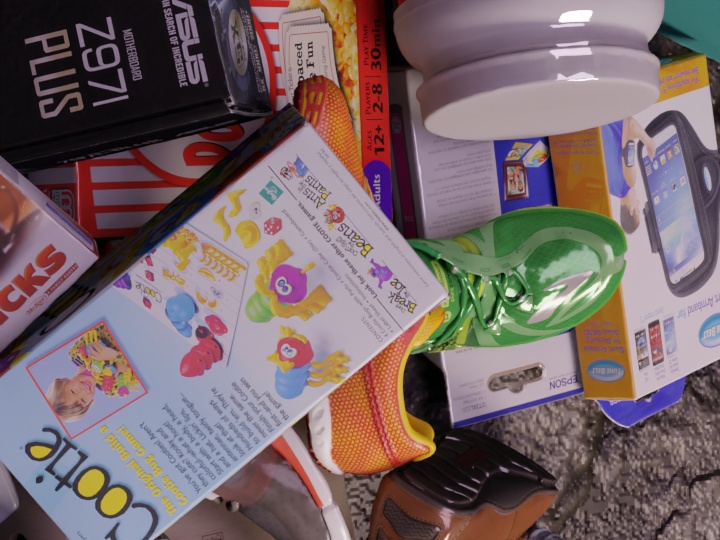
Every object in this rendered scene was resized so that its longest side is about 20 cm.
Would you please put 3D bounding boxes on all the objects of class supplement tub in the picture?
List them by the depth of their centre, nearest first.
[{"bbox_3d":[0.081,-0.178,1.344,0.140,0.140,0.200,0,78,-33],"label":"supplement tub"}]

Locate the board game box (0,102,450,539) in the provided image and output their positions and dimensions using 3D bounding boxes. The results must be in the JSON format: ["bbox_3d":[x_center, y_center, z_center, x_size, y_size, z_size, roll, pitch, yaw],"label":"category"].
[{"bbox_3d":[-0.074,0.029,1.192,0.200,0.103,0.105,-39,101,0],"label":"board game box"}]

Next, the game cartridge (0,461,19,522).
[{"bbox_3d":[-0.257,0.069,1.206,0.133,0.040,0.200,-38,115,2],"label":"game cartridge"}]

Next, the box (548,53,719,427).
[{"bbox_3d":[0.163,-0.015,1.473,0.119,0.041,0.200,-20,103,-49],"label":"box"}]

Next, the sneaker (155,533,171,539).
[{"bbox_3d":[-0.086,0.167,1.260,0.200,0.078,0.091,3,77,-33],"label":"sneaker"}]

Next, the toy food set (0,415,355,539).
[{"bbox_3d":[-0.089,0.142,1.339,0.200,0.060,0.144,-9,87,-33],"label":"toy food set"}]

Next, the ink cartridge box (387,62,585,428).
[{"bbox_3d":[0.068,-0.021,1.433,0.095,0.037,0.200,-13,99,-31],"label":"ink cartridge box"}]

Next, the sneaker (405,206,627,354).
[{"bbox_3d":[0.046,0.014,1.359,0.200,0.084,0.074,-10,99,-7],"label":"sneaker"}]

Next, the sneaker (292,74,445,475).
[{"bbox_3d":[0.000,0.000,1.286,0.077,0.073,0.200,-9,104,1],"label":"sneaker"}]

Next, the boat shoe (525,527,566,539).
[{"bbox_3d":[0.058,0.226,1.436,0.202,0.065,0.074,-47,135,-15],"label":"boat shoe"}]

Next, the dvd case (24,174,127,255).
[{"bbox_3d":[-0.211,-0.011,1.261,0.200,0.025,0.150,-47,117,-20],"label":"dvd case"}]

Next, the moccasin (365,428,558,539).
[{"bbox_3d":[0.052,0.134,1.374,0.074,0.201,0.078,28,104,10],"label":"moccasin"}]

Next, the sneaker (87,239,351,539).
[{"bbox_3d":[-0.085,0.081,1.287,0.082,0.077,0.200,-40,100,-7],"label":"sneaker"}]

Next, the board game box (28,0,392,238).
[{"bbox_3d":[-0.075,-0.094,1.312,0.200,0.046,0.152,-5,93,-40],"label":"board game box"}]

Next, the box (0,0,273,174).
[{"bbox_3d":[-0.144,-0.149,1.187,0.163,0.086,0.200,-12,89,11],"label":"box"}]

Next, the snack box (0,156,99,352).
[{"bbox_3d":[-0.212,0.036,1.164,0.200,0.024,0.072,-43,116,9],"label":"snack box"}]

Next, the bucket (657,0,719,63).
[{"bbox_3d":[0.231,-0.190,1.433,0.207,0.207,0.135,27,84,-31],"label":"bucket"}]
